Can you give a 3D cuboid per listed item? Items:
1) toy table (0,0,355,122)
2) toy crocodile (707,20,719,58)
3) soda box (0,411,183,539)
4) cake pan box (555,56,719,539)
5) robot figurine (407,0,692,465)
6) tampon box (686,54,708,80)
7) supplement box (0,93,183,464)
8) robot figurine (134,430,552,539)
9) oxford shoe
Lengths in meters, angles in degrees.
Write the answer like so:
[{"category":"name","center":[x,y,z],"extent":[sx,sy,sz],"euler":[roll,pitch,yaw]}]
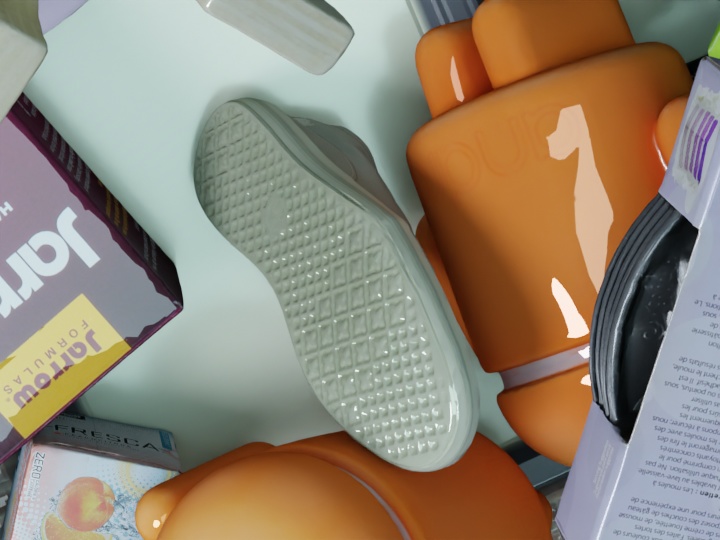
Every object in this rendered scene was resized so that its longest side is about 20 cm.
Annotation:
[{"category":"toy table","center":[-0.094,-0.125,0.692],"extent":[0.183,0.117,0.200],"euler":[15,113,-31]},{"category":"toy crocodile","center":[0.184,-0.154,0.882],"extent":[0.062,0.068,0.200],"euler":[26,61,2]},{"category":"soda box","center":[-0.125,0.162,0.931],"extent":[0.063,0.068,0.201],"euler":[13,98,-11]},{"category":"cake pan box","center":[0.181,0.035,0.798],"extent":[0.199,0.052,0.185],"euler":[11,105,-13]},{"category":"robot figurine","center":[0.090,-0.010,0.885],"extent":[0.143,0.117,0.201],"euler":[-21,87,15]},{"category":"tampon box","center":[0.252,-0.054,0.894],"extent":[0.200,0.150,0.127],"euler":[-23,102,-1]},{"category":"supplement box","center":[-0.173,-0.031,0.882],"extent":[0.110,0.086,0.200],"euler":[-41,102,1]},{"category":"robot figurine","center":[-0.004,0.117,0.855],"extent":[0.117,0.200,0.144],"euler":[-35,75,29]},{"category":"oxford shoe","center":[0.000,0.000,0.866],"extent":[0.058,0.200,0.075],"euler":[11,119,-37]}]
